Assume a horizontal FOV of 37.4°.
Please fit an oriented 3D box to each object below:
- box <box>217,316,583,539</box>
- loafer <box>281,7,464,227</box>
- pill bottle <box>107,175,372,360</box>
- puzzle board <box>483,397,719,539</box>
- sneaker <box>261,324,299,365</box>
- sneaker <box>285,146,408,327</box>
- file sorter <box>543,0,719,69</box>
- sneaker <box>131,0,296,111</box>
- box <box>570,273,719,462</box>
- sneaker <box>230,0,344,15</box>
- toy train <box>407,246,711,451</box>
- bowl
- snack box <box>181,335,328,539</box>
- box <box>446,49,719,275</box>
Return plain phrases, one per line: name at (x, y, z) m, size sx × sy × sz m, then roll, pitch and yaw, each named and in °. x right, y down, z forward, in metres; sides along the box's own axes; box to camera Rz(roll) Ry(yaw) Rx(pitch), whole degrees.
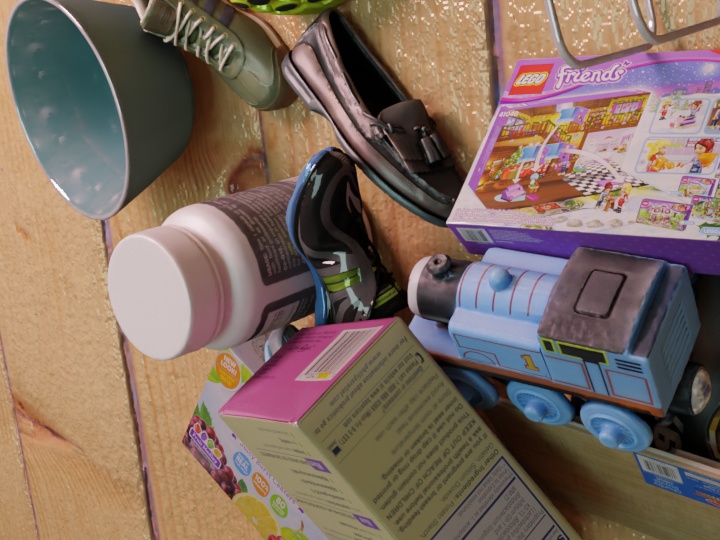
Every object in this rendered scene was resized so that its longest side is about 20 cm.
box at (0.021, 0.140, 0.730) m, size 0.200 × 0.097 × 0.176 m, roll 51°, pitch 159°, yaw -11°
loafer at (0.015, -0.118, 0.801) m, size 0.200 × 0.072 × 0.063 m, roll 48°, pitch 123°, yaw 21°
pill bottle at (-0.091, -0.005, 0.839) m, size 0.112 × 0.199 × 0.114 m, roll 14°, pitch 112°, yaw 37°
puzzle board at (0.186, 0.143, 0.716) m, size 0.199 × 0.017 × 0.151 m, roll 15°, pitch 152°, yaw 37°
sneaker at (0.004, 0.104, 0.893) m, size 0.200 × 0.079 × 0.096 m, roll 44°, pitch 110°, yaw 18°
sneaker at (0.000, 0.001, 0.796) m, size 0.082 × 0.071 × 0.202 m, roll 10°, pitch 122°, yaw 37°
file sorter at (0.203, -0.198, 0.564) m, size 0.199 × 0.138 × 0.126 m, roll -11°, pitch 99°, yaw 42°
sneaker at (-0.144, -0.206, 0.893) m, size 0.201 × 0.089 × 0.067 m, roll 52°, pitch 129°, yaw 15°
box at (0.218, 0.040, 0.689) m, size 0.158 × 0.046 × 0.202 m, roll 15°, pitch 114°, yaw 37°
sneaker at (-0.026, -0.255, 0.799) m, size 0.199 × 0.074 × 0.085 m, roll -24°, pitch 70°, yaw 41°
toy train at (0.114, 0.039, 0.656) m, size 0.198 × 0.087 × 0.115 m, roll 12°, pitch 146°, yaw 35°
bowl at (-0.222, -0.157, 0.954) m, size 0.200 × 0.104 × 0.203 m, roll 29°, pitch 132°, yaw 39°
snack box at (-0.069, 0.173, 0.978) m, size 0.200 × 0.053 × 0.143 m, roll 43°, pitch 126°, yaw 23°
box at (0.164, -0.069, 0.649) m, size 0.199 × 0.138 × 0.039 m, roll 7°, pitch 152°, yaw 40°
